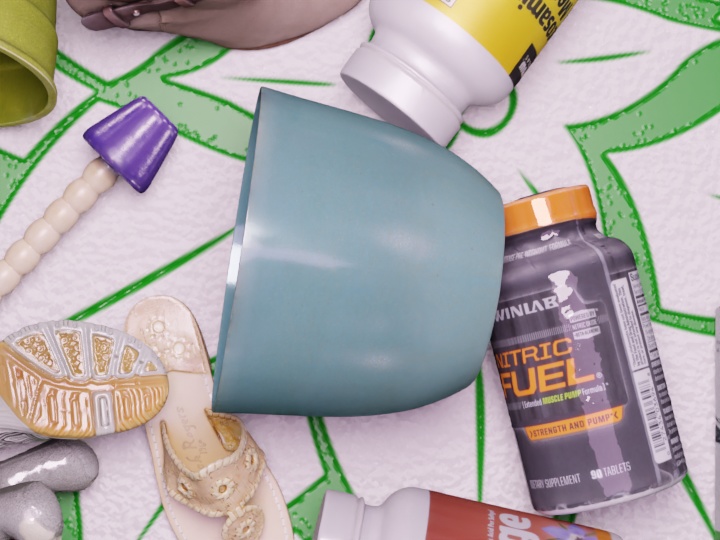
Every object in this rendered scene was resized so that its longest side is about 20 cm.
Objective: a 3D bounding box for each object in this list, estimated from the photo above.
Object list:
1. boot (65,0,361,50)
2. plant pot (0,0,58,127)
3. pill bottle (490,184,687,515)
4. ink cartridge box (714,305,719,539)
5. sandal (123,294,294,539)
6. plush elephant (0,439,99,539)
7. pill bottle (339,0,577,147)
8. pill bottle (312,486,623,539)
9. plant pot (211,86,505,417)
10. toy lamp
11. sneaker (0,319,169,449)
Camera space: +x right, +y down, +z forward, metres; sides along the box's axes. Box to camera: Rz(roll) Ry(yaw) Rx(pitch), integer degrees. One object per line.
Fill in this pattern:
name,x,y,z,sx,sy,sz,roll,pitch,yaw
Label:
boot,-0.090,-0.186,1.063,0.198,0.146,0.071,-10,86,-3
plant pot,-0.271,-0.216,1.047,0.198,0.200,0.195,9,76,-2
pill bottle,0.138,0.048,1.083,0.105,0.106,0.202,-14,88,-3
ink cartridge box,0.311,0.120,1.098,0.145,0.083,0.202,0,87,-3
sandal,-0.105,0.118,1.088,0.077,0.070,0.214,-22,89,-3
plush elephant,-0.242,0.216,1.038,0.198,0.165,0.156,-19,97,-4
pill bottle,0.078,-0.182,1.087,0.112,0.112,0.201,36,87,0
pill bottle,0.064,0.203,1.070,0.198,0.112,0.113,13,87,-2
plant pot,0.000,0.000,1.038,0.159,0.201,0.203,9,87,-6
toy lamp,-0.199,-0.031,1.099,0.058,0.058,0.200,43,89,0
sneaker,-0.222,0.078,1.078,0.198,0.088,0.077,-4,78,-5
